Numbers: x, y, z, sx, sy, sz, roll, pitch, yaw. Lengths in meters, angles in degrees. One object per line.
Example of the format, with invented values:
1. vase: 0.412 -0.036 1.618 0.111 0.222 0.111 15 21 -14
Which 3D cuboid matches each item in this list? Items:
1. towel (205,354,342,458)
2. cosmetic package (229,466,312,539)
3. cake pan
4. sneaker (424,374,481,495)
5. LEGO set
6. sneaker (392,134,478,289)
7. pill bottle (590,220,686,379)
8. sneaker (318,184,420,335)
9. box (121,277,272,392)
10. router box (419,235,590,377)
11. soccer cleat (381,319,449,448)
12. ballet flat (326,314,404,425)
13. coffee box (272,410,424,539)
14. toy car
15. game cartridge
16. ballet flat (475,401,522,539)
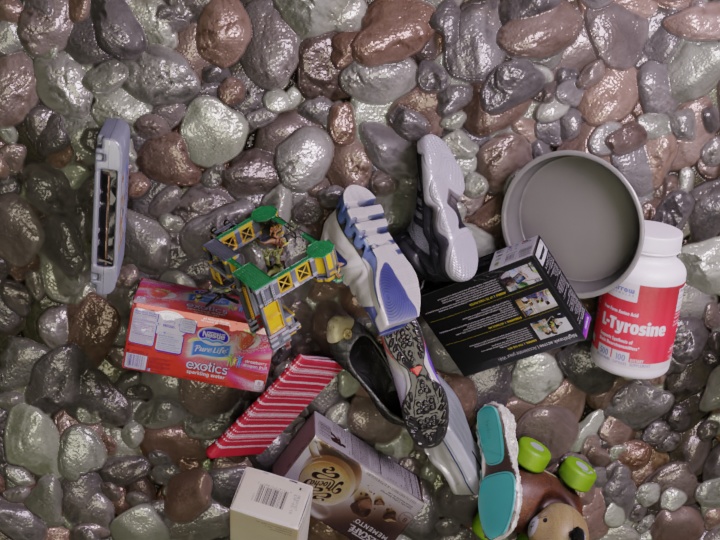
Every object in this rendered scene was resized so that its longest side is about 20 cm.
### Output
1. towel: -0.119 0.190 1.445 0.200 0.144 0.023 -47 68 12
2. cosmetic package: -0.129 0.373 1.476 0.102 0.073 0.201 15 138 7
3. cake pan: 0.285 -0.063 1.376 0.199 0.037 0.202 11 111 29
4. sneaker: 0.122 0.247 1.508 0.070 0.073 0.202 -20 101 27
5. LEGO set: -0.113 0.015 1.345 0.153 0.199 0.117 -38 133 -30
6. sneaker: 0.083 -0.074 1.383 0.113 0.075 0.202 -18 81 40
7. pill bottle: 0.387 0.038 1.429 0.111 0.112 0.202 2 109 -5
8. sneaker: 0.000 -0.001 1.382 0.115 0.080 0.201 -38 67 45
9. box: -0.216 0.088 1.411 0.198 0.096 0.101 11 109 -8
10. router box: 0.190 0.053 1.406 0.199 0.051 0.150 -21 115 33
11. soccer cleat: 0.075 0.149 1.446 0.068 0.073 0.202 -18 98 -2
12. ballet flat: 0.020 0.139 1.460 0.066 0.057 0.201 -45 114 -19
13. coffee box: -0.018 0.314 1.515 0.199 0.080 0.113 35 104 -14
14. toy car: 0.267 0.373 1.493 0.157 0.200 0.165 23 106 -12
15. game cartridge: -0.319 -0.086 1.321 0.041 0.133 0.202 5 110 -6
16. ballet flat: 0.207 0.288 1.480 0.071 0.072 0.202 3 67 -5
